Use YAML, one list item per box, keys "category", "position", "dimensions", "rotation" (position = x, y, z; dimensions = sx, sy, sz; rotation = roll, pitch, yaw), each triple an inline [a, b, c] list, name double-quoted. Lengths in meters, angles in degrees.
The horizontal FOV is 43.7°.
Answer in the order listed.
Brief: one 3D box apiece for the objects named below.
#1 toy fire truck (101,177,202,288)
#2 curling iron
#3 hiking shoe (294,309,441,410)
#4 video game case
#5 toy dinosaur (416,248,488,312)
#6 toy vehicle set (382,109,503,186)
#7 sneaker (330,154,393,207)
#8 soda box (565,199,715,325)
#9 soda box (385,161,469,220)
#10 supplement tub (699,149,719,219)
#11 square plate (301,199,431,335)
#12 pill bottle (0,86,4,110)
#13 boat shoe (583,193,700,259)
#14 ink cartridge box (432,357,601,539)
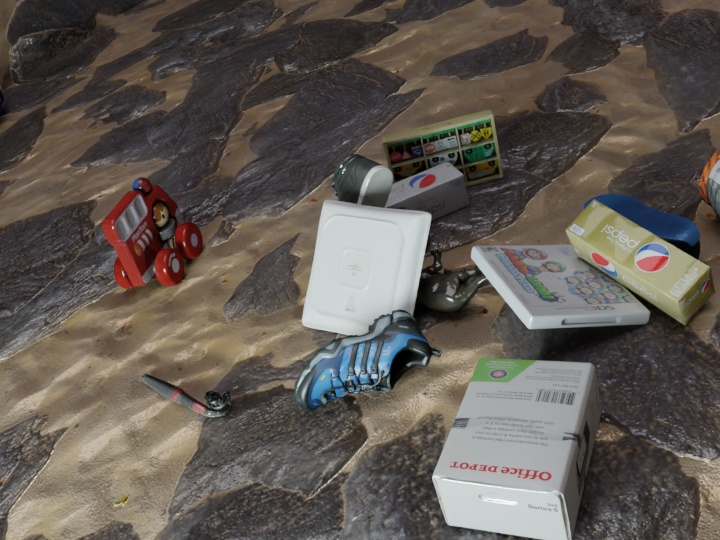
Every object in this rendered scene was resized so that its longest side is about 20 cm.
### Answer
- category: "toy fire truck"
  position: [-0.377, -0.071, 1.603]
  dimensions: [0.111, 0.169, 0.201]
  rotation: [-3, 35, 20]
- category: "curling iron"
  position: [-0.258, 0.181, 1.312]
  dimensions: [0.199, 0.026, 0.049]
  rotation: [8, 19, 41]
- category: "hiking shoe"
  position: [0.003, 0.131, 1.203]
  dimensions: [0.199, 0.075, 0.087]
  rotation: [-33, 48, -9]
- category: "video game case"
  position: [0.272, 0.018, 1.247]
  dimensions: [0.180, 0.024, 0.200]
  rotation: [-1, 29, -18]
- category: "toy dinosaur"
  position: [0.124, 0.028, 1.334]
  dimensions: [0.199, 0.077, 0.103]
  rotation: [17, 59, 34]
- category: "toy vehicle set"
  position: [0.147, -0.201, 1.596]
  dimensions: [0.198, 0.125, 0.027]
  rotation: [-14, 32, 5]
- category: "sneaker"
  position: [-0.017, -0.099, 1.477]
  dimensions: [0.070, 0.201, 0.099]
  rotation: [7, 27, -36]
- category: "soda box"
  position: [0.377, -0.014, 1.219]
  dimensions: [0.064, 0.068, 0.200]
  rotation: [-45, 49, -5]
- category: "soda box"
  position: [0.084, -0.116, 1.556]
  dimensions: [0.198, 0.064, 0.068]
  rotation: [-23, 33, -9]
- category: "supplement tub"
  position: [0.577, -0.098, 1.247]
  dimensions: [0.122, 0.123, 0.200]
  rotation: [-25, 34, -13]
- category: "square plate"
  position: [0.000, 0.000, 1.332]
  dimensions: [0.199, 0.200, 0.028]
  rotation: [10, -2, 36]
- category: "pill bottle"
  position: [-1.098, -0.486, 2.603]
  dimensions: [0.115, 0.117, 0.200]
  rotation: [-19, 33, -3]
- category: "boat shoe"
  position: [0.404, -0.052, 1.314]
  dimensions: [0.084, 0.069, 0.200]
  rotation: [-35, 35, -11]
- category: "ink cartridge box"
  position: [0.184, 0.197, 1.024]
  dimensions: [0.144, 0.085, 0.201]
  rotation: [1, 36, 26]
